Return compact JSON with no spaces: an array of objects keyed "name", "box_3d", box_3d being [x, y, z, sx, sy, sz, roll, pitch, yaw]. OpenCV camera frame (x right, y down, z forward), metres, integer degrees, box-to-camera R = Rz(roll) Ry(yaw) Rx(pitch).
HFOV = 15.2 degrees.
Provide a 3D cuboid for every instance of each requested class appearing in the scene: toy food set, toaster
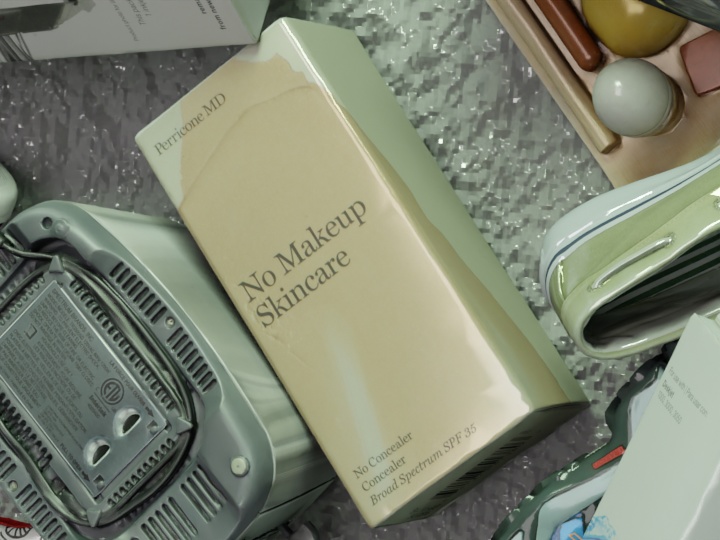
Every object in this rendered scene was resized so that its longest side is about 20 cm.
[{"name":"toy food set","box_3d":[0.111,-0.137,1.113,0.143,0.060,0.201,-38,76,18]},{"name":"toaster","box_3d":[-0.097,0.050,1.162,0.114,0.129,0.200,-46,74,15]}]

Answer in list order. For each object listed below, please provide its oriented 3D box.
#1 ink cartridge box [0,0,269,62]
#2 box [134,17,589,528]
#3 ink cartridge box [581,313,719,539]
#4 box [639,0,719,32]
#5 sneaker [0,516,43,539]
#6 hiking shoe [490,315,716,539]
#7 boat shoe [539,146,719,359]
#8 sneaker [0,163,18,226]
[{"name":"ink cartridge box","box_3d":[-0.131,-0.170,1.171,0.198,0.083,0.148,-2,52,24]},{"name":"box","box_3d":[0.000,0.000,1.149,0.095,0.078,0.201,-38,76,18]},{"name":"ink cartridge box","box_3d":[0.158,0.137,1.040,0.144,0.085,0.201,21,101,-15]},{"name":"box","box_3d":[0.114,-0.213,1.072,0.160,0.049,0.201,24,78,9]},{"name":"sneaker","box_3d":[-0.092,0.168,1.192,0.200,0.067,0.109,11,86,18]},{"name":"hiking shoe","box_3d":[0.109,0.112,1.104,0.087,0.074,0.200,43,109,10]},{"name":"boat shoe","box_3d":[0.166,-0.021,1.066,0.199,0.072,0.062,-28,37,11]},{"name":"sneaker","box_3d":[-0.250,-0.027,1.265,0.199,0.073,0.113,26,103,29]}]
